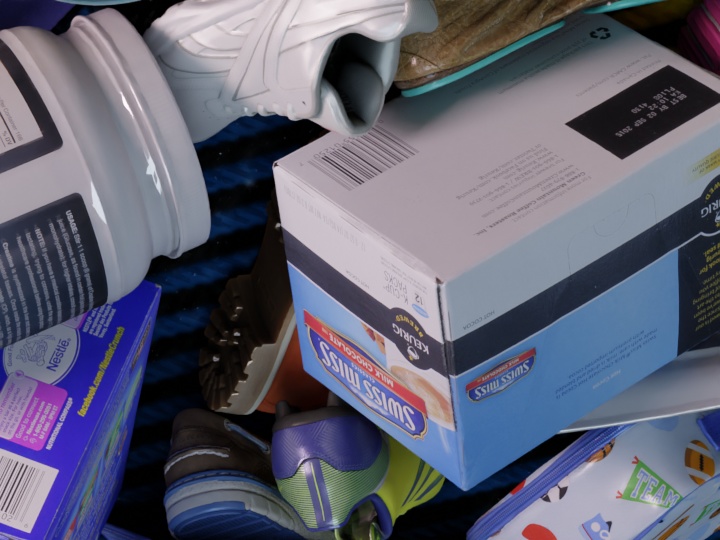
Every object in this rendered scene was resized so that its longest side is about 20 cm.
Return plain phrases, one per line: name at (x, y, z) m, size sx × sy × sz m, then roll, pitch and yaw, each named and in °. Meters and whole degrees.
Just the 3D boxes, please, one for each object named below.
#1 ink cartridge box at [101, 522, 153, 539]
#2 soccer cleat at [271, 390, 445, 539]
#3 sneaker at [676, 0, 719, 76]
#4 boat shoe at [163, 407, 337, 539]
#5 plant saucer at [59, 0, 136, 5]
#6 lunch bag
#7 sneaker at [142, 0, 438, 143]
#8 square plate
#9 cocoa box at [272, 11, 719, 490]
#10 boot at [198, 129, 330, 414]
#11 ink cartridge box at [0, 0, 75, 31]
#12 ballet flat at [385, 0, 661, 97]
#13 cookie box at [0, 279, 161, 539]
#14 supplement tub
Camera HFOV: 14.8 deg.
ink cartridge box at (-0.085, 0.226, 1.599) m, size 0.042 × 0.119 × 0.200 m, roll -49°, pitch 131°, yaw -22°
soccer cleat at (0.000, 0.117, 1.489) m, size 0.065 × 0.084 × 0.200 m, roll -12°, pitch 167°, yaw 15°
sneaker at (0.209, -0.069, 1.413) m, size 0.088 × 0.081 × 0.200 m, roll -7°, pitch 137°, yaw -7°
boat shoe at (-0.049, 0.125, 1.535) m, size 0.072 × 0.073 × 0.200 m, roll -14°, pitch 157°, yaw 13°
plant saucer at (-0.104, -0.215, 1.227) m, size 0.200 × 0.027 × 0.200 m, roll -19°, pitch 127°, yaw -27°
lunch bag at (0.160, 0.113, 1.501) m, size 0.160 × 0.076 × 0.200 m, roll -44°, pitch 164°, yaw 30°
sneaker at (-0.036, -0.097, 1.307) m, size 0.078 × 0.100 × 0.200 m, roll -17°, pitch 166°, yaw -39°
square plate at (0.132, 0.047, 1.442) m, size 0.200 × 0.198 × 0.029 m, roll -9°, pitch 98°, yaw 0°
cocoa box at (0.079, -0.015, 1.343) m, size 0.200 × 0.133 × 0.131 m, roll -30°, pitch 134°, yaw -26°
boot at (0.000, 0.000, 1.449) m, size 0.107 × 0.075 × 0.200 m, roll 9°, pitch 133°, yaw -25°
ink cartridge box at (-0.203, -0.170, 1.287) m, size 0.200 × 0.047 × 0.198 m, roll 33°, pitch 119°, yaw -28°
ballet flat at (0.095, -0.147, 1.330) m, size 0.200 × 0.068 × 0.072 m, roll -20°, pitch 99°, yaw -8°
cookie box at (-0.173, 0.115, 1.419) m, size 0.075 × 0.171 × 0.200 m, roll 20°, pitch 143°, yaw 2°
supplement tub at (-0.186, -0.031, 1.314) m, size 0.200 × 0.140 × 0.141 m, roll -23°, pitch 133°, yaw -15°
